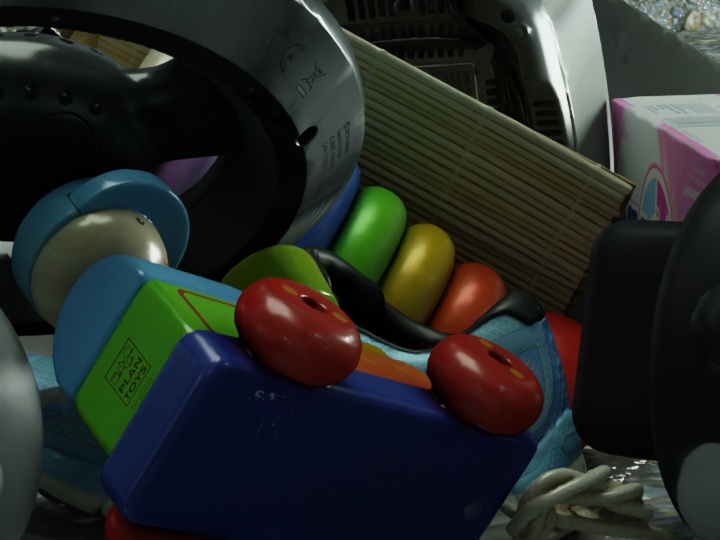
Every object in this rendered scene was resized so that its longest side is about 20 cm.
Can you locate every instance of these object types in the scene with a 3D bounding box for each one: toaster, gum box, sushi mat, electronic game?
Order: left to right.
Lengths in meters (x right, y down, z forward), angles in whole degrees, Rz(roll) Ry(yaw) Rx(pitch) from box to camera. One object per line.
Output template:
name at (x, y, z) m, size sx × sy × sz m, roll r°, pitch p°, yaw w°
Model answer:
electronic game at (-0.098, -0.039, 0.666) m, size 0.200 × 0.042 × 0.200 m, roll -4°, pitch -32°, yaw -2°
sushi mat at (-0.005, -0.044, 0.828) m, size 0.200 × 0.096 × 0.012 m, roll 29°, pitch 43°, yaw 7°
toaster at (0.037, -0.054, 0.906) m, size 0.113 × 0.200 × 0.129 m, roll -4°, pitch 18°, yaw 16°
gum box at (0.139, 0.001, 0.852) m, size 0.066 × 0.114 × 0.200 m, roll -2°, pitch 10°, yaw -3°

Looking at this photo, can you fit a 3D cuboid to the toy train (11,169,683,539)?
toy train at (-0.001, 0.037, 0.666) m, size 0.200 × 0.085 × 0.116 m, roll 17°, pitch 22°, yaw -43°

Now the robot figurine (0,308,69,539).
robot figurine at (-0.169, 0.051, 0.623) m, size 0.200 × 0.113 × 0.169 m, roll -11°, pitch 14°, yaw -41°

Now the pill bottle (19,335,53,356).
pill bottle at (-0.071, -0.008, 0.943) m, size 0.114 × 0.114 × 0.200 m, roll 4°, pitch 12°, yaw 28°

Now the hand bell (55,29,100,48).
hand bell at (-0.074, -0.054, 1.148) m, size 0.104 × 0.104 × 0.200 m, roll 1°, pitch -23°, yaw 16°

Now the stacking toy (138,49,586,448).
stacking toy at (0.000, 0.000, 0.804) m, size 0.200 × 0.085 × 0.085 m, roll 30°, pitch 9°, yaw -5°

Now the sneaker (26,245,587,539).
sneaker at (-0.024, 0.035, 0.758) m, size 0.200 × 0.090 × 0.078 m, roll 0°, pitch 10°, yaw 16°

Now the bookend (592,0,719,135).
bookend at (0.092, -0.059, 1.130) m, size 0.199 × 0.092 × 0.200 m, roll 31°, pitch -14°, yaw -15°

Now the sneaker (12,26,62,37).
sneaker at (-0.183, -0.090, 1.072) m, size 0.115 × 0.201 × 0.076 m, roll -33°, pitch -37°, yaw 14°

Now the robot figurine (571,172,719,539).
robot figurine at (0.162, 0.026, 0.667) m, size 0.200 × 0.125 × 0.150 m, roll 5°, pitch 35°, yaw 35°
